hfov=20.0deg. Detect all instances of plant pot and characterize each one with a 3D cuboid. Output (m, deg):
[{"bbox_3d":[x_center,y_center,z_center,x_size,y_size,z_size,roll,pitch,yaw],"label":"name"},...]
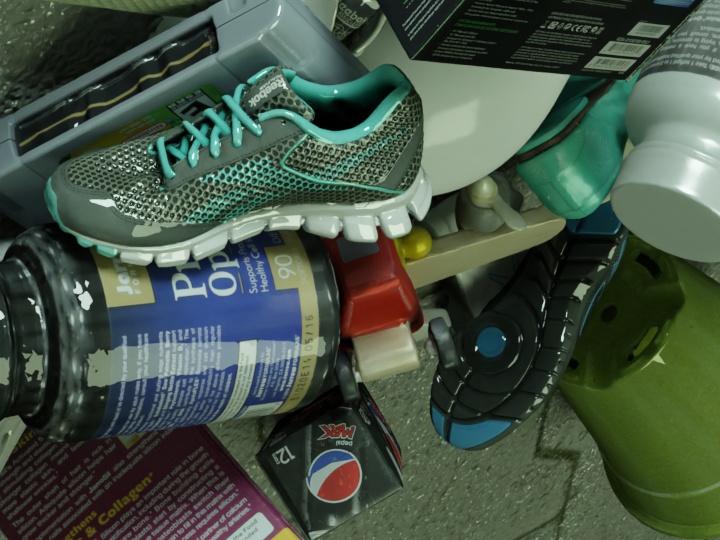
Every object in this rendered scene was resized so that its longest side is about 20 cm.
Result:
[{"bbox_3d":[0.223,0.070,1.510,0.200,0.200,0.190,-47,133,4],"label":"plant pot"}]

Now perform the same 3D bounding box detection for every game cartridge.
[{"bbox_3d":[-0.094,-0.068,1.062,0.199,0.041,0.133,-26,152,18],"label":"game cartridge"}]

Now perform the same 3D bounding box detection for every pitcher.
[{"bbox_3d":[0.062,-0.149,1.159,0.199,0.121,0.173,-35,121,-25],"label":"pitcher"}]

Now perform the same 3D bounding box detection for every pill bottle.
[{"bbox_3d":[-0.120,0.028,1.046,0.198,0.112,0.113,-6,132,-30],"label":"pill bottle"},{"bbox_3d":[0.222,-0.110,1.200,0.201,0.110,0.111,-62,152,-21],"label":"pill bottle"}]

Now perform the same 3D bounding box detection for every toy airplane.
[{"bbox_3d":[0.000,0.000,1.237,0.198,0.142,0.199,-19,179,44],"label":"toy airplane"}]

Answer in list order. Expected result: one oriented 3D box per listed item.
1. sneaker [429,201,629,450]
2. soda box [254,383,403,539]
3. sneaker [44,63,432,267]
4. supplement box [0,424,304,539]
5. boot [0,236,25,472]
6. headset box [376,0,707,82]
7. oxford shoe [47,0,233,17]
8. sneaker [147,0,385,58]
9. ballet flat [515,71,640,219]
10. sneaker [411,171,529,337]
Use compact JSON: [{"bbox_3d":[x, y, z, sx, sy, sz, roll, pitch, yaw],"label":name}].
[{"bbox_3d":[0.119,0.032,1.324,0.201,0.073,0.082,-55,163,2],"label":"sneaker"},{"bbox_3d":[-0.016,0.115,1.289,0.070,0.064,0.200,-31,-179,2],"label":"soda box"},{"bbox_3d":[-0.057,-0.062,1.002,0.198,0.078,0.092,-9,134,-18],"label":"sneaker"},{"bbox_3d":[-0.120,0.157,1.196,0.131,0.200,0.103,-41,147,-4],"label":"supplement box"},{"bbox_3d":[-0.207,0.085,1.106,0.073,0.096,0.201,15,120,-16],"label":"boot"},{"bbox_3d":[0.064,-0.203,1.018,0.173,0.201,0.093,1,143,-46],"label":"headset box"},{"bbox_3d":[-0.138,-0.163,0.972,0.199,0.075,0.058,4,80,-39],"label":"oxford shoe"},{"bbox_3d":[-0.043,-0.128,1.082,0.200,0.081,0.076,-49,150,15],"label":"sneaker"},{"bbox_3d":[0.147,-0.085,1.269,0.067,0.071,0.200,-26,-166,30],"label":"ballet flat"},{"bbox_3d":[0.095,0.012,1.390,0.080,0.070,0.201,-39,146,-13],"label":"sneaker"}]
